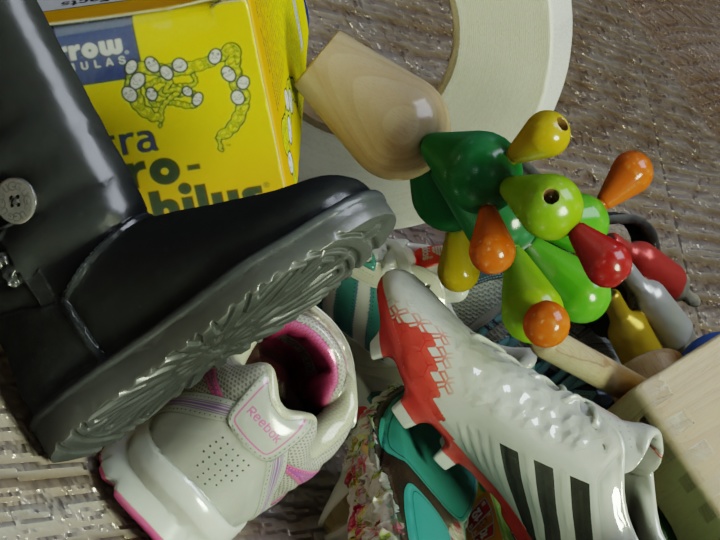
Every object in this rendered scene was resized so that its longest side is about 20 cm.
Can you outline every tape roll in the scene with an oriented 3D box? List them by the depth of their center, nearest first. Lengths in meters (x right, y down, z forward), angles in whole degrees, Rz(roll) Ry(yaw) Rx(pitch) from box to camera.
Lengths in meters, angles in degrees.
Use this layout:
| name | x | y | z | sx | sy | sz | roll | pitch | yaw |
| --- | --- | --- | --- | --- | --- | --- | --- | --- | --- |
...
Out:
| name | x | y | z | sx | sy | sz | roll | pitch | yaw |
| --- | --- | --- | --- | --- | --- | --- | --- | --- | --- |
| tape roll | 0.002 | -0.120 | 1.386 | 0.203 | 0.203 | 0.037 | 54 | 24 | 1 |

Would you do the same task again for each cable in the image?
| name | x | y | z | sx | sy | sz | roll | pitch | yaw |
| --- | --- | --- | --- | --- | --- | --- | --- | --- | --- |
| cable | 0.121 | -0.018 | 1.482 | 0.200 | 0.050 | 0.097 | 50 | 45 | -41 |

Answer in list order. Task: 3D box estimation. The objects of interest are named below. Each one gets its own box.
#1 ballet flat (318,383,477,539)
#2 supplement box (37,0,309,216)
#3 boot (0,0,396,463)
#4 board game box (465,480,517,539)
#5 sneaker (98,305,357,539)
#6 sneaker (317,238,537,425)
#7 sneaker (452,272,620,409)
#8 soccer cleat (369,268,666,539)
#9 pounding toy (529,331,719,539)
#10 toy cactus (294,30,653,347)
| name | x | y | z | sx | sy | sz | roll | pitch | yaw |
| --- | --- | --- | --- | --- | --- | --- | --- | --- | --- |
| ballet flat | 0.010 | 0.112 | 1.217 | 0.076 | 0.064 | 0.200 | 49 | 18 | -17 |
| supplement box | -0.086 | -0.104 | 1.239 | 0.200 | 0.108 | 0.110 | -88 | 168 | -60 |
| boot | -0.103 | -0.054 | 1.095 | 0.200 | 0.165 | 0.066 | 59 | 10 | 14 |
| board game box | 0.122 | 0.172 | 1.307 | 0.200 | 0.030 | 0.096 | 35 | 25 | -32 |
| sneaker | -0.037 | 0.048 | 1.179 | 0.081 | 0.088 | 0.200 | 48 | 20 | -15 |
| sneaker | 0.000 | 0.001 | 1.337 | 0.200 | 0.093 | 0.070 | 48 | 20 | -17 |
| sneaker | 0.099 | 0.038 | 1.528 | 0.200 | 0.078 | 0.087 | 26 | 37 | -53 |
| soccer cleat | 0.080 | 0.073 | 1.223 | 0.200 | 0.085 | 0.069 | 57 | 17 | 10 |
| pounding toy | 0.169 | 0.075 | 1.401 | 0.142 | 0.200 | 0.184 | 57 | -25 | 10 |
| toy cactus | 0.049 | -0.044 | 1.221 | 0.165 | 0.102 | 0.200 | 40 | 4 | -4 |
